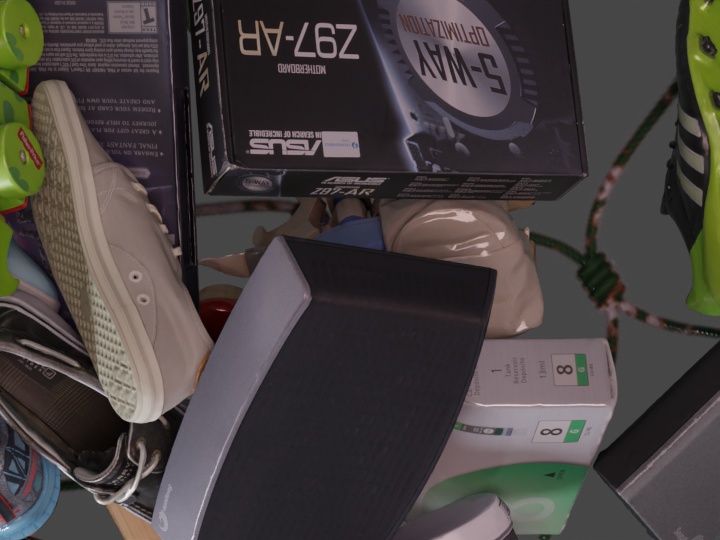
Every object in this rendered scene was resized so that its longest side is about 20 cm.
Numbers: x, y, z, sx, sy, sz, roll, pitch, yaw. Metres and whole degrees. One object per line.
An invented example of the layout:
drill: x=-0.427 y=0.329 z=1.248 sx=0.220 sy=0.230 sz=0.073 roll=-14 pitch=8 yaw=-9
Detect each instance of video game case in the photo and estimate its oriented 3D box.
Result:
video game case: x=-0.148 y=-0.051 z=1.547 sx=0.143 sy=0.019 sz=0.200 roll=4 pitch=101 yaw=36

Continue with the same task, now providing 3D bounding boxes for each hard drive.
hard drive: x=-0.017 y=0.076 z=1.462 sx=0.135 sy=0.042 sz=0.200 roll=9 pitch=126 yaw=-23
hard drive: x=0.225 y=0.069 z=1.605 sx=0.200 sy=0.140 sz=0.033 roll=-43 pitch=60 yaw=0

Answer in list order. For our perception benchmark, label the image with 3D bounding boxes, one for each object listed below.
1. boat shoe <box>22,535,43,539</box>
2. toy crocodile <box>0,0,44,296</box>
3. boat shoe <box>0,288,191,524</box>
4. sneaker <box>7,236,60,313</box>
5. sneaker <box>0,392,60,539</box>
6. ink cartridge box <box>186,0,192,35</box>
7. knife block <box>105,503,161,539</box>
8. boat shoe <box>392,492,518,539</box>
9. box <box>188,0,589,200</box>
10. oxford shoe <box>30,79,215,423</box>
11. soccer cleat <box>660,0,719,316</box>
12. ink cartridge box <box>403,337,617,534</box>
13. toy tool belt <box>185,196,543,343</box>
boat shoe: x=-0.222 y=0.150 z=1.586 sx=0.200 sy=0.072 sz=0.060 roll=28 pitch=87 yaw=-14
toy crocodile: x=-0.196 y=-0.082 z=1.504 sx=0.067 sy=0.062 sz=0.200 roll=-15 pitch=62 yaw=24
boat shoe: x=-0.132 y=0.091 z=1.511 sx=0.200 sy=0.071 sz=0.072 roll=36 pitch=112 yaw=-17
sneaker: x=-0.225 y=-0.054 z=1.542 sx=0.200 sy=0.074 sz=0.082 roll=42 pitch=88 yaw=-1
sneaker: x=-0.231 y=0.050 z=1.533 sx=0.079 sy=0.096 sz=0.200 roll=-40 pitch=73 yaw=-2
ink cartridge box: x=-0.097 y=-0.204 z=1.556 sx=0.104 sy=0.059 sz=0.200 roll=-45 pitch=101 yaw=0
knife block: x=-0.072 y=0.210 z=1.615 sx=0.200 sy=0.064 sz=0.176 roll=16 pitch=95 yaw=-9
boat shoe: x=0.000 y=0.191 z=1.559 sx=0.200 sy=0.070 sz=0.066 roll=-28 pitch=102 yaw=-9
box: x=0.012 y=-0.118 z=1.502 sx=0.200 sy=0.044 sz=0.161 roll=1 pitch=72 yaw=-19
oxford shoe: x=-0.126 y=-0.012 z=1.495 sx=0.058 sy=0.075 sz=0.200 roll=-13 pitch=62 yaw=-24
soccer cleat: x=0.196 y=-0.072 z=1.610 sx=0.067 sy=0.081 sz=0.200 roll=3 pitch=77 yaw=-28
ink cartridge box: x=0.027 y=0.092 z=1.567 sx=0.200 sy=0.161 sz=0.050 roll=-2 pitch=61 yaw=-9
toy tool belt: x=0.000 y=0.000 z=1.585 sx=0.200 sy=0.123 sz=0.125 roll=-12 pitch=114 yaw=7
